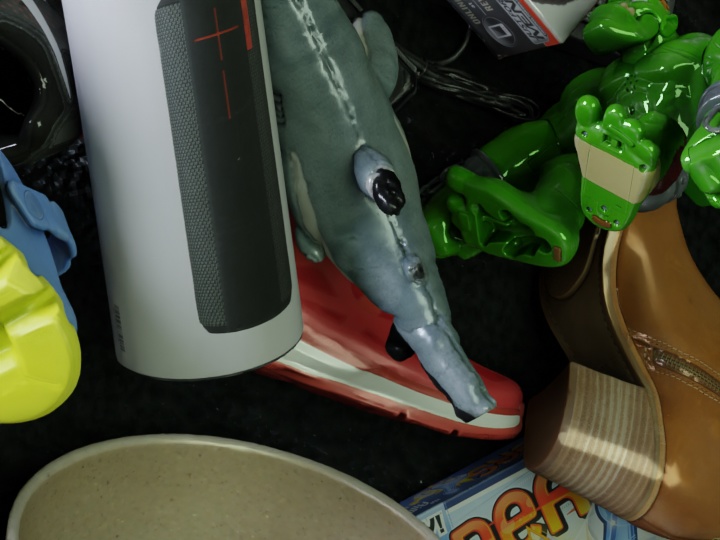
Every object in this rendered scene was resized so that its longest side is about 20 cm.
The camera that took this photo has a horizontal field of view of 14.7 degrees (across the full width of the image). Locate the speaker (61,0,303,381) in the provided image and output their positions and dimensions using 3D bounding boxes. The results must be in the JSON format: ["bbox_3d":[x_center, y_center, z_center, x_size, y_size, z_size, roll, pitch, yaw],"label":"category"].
[{"bbox_3d":[-0.074,-0.062,1.117,0.081,0.081,0.201,-17,114,-24],"label":"speaker"}]

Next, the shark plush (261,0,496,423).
[{"bbox_3d":[-0.005,-0.029,1.147,0.090,0.083,0.201,-12,84,-15],"label":"shark plush"}]

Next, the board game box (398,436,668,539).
[{"bbox_3d":[0.079,0.153,1.311,0.199,0.034,0.136,-27,104,-23],"label":"board game box"}]

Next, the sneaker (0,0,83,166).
[{"bbox_3d":[-0.179,-0.119,1.126,0.200,0.071,0.098,46,33,-11],"label":"sneaker"}]

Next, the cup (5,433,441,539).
[{"bbox_3d":[-0.064,0.183,1.173,0.199,0.200,0.144,3,118,-26],"label":"cup"}]

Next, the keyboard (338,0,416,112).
[{"bbox_3d":[-0.076,-0.120,1.210,0.104,0.040,0.200,-42,90,-15],"label":"keyboard"}]

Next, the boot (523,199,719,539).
[{"bbox_3d":[0.164,0.034,1.295,0.155,0.077,0.201,21,56,-17],"label":"boot"}]

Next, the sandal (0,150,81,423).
[{"bbox_3d":[-0.170,-0.039,1.070,0.079,0.087,0.201,-21,111,18],"label":"sandal"}]

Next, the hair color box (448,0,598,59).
[{"bbox_3d":[0.104,-0.203,1.280,0.102,0.061,0.200,47,68,-18],"label":"hair color box"}]

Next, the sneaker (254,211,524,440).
[{"bbox_3d":[0.000,0.000,1.242,0.199,0.078,0.116,20,85,-27],"label":"sneaker"}]

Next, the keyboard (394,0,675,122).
[{"bbox_3d":[0.059,-0.132,1.296,0.199,0.021,0.128,17,85,-25],"label":"keyboard"}]

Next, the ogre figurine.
[{"bbox_3d":[0.116,-0.059,1.211,0.098,0.200,0.120,45,53,1],"label":"ogre figurine"}]
